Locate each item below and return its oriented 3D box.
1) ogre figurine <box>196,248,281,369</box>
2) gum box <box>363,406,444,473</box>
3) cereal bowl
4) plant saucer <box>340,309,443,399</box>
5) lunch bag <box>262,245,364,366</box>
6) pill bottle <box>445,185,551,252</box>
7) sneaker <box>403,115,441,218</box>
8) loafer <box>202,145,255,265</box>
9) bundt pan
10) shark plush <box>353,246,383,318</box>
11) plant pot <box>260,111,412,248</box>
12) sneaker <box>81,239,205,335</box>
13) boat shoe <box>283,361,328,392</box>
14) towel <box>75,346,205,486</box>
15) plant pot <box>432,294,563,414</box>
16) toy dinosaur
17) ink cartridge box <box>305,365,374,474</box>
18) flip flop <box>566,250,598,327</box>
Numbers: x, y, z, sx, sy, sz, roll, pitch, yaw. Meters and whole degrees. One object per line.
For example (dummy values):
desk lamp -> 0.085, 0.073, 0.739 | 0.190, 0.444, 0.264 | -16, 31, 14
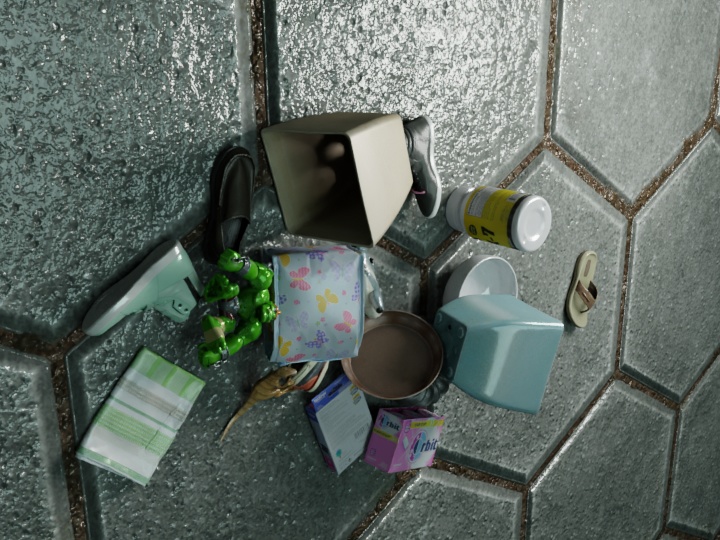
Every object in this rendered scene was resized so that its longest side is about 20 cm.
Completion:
ogre figurine -> -0.197, 0.056, 1.318 | 0.120, 0.098, 0.201 | -14, 106, -50
gum box -> 0.099, 0.353, 1.719 | 0.200, 0.066, 0.114 | 12, 95, -57
cereal bowl -> 0.248, 0.059, 1.774 | 0.199, 0.083, 0.201 | -14, 113, -37
plant saucer -> 0.060, 0.168, 1.584 | 0.200, 0.200, 0.035 | -40, 151, -25
lunch bag -> -0.087, 0.061, 1.427 | 0.169, 0.127, 0.201 | -4, 99, -17
pill bottle -> 0.278, -0.111, 1.668 | 0.114, 0.200, 0.115 | -13, 111, -38
sneaker -> 0.096, -0.193, 1.576 | 0.099, 0.071, 0.201 | -18, 109, -34
loafer -> -0.203, -0.101, 1.335 | 0.073, 0.071, 0.201 | 1, 103, -41
bundt pan -> 0.135, 0.201, 1.725 | 0.201, 0.076, 0.203 | -15, 114, -38
shark plush -> 0.000, 0.000, 1.577 | 0.083, 0.091, 0.201 | -27, 100, -55
plant pot -> -0.020, -0.176, 1.402 | 0.177, 0.199, 0.201 | -37, 125, -40
sneaker -> -0.327, 0.058, 1.269 | 0.200, 0.074, 0.119 | -45, 122, -25
boat shoe -> -0.081, 0.130, 1.520 | 0.062, 0.071, 0.201 | 24, 91, -40
towel -> -0.355, 0.242, 1.336 | 0.149, 0.031, 0.201 | 40, 76, -42
plant pot -> 0.246, 0.157, 1.628 | 0.199, 0.196, 0.197 | 8, 103, -29
toy dinosaur -> -0.178, 0.216, 1.459 | 0.200, 0.061, 0.106 | -48, 160, 29
ink cartridge box -> -0.039, 0.294, 1.624 | 0.119, 0.042, 0.201 | -37, 127, -30
flip flop -> 0.577, 0.050, 2.078 | 0.081, 0.057, 0.201 | 3, 101, -42
